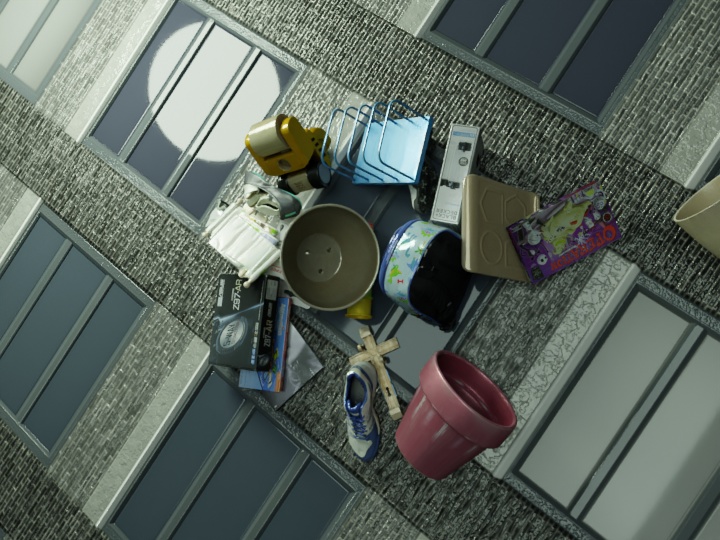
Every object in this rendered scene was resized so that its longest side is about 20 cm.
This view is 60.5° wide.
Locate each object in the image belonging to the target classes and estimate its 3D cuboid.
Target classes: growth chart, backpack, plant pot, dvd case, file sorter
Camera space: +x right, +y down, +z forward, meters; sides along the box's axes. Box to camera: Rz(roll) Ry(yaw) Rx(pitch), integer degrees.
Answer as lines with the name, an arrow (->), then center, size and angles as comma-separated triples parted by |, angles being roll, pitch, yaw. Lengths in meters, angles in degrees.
growth chart -> -0.250, -0.069, 1.340 | 0.144, 0.018, 0.200 | -39, 62, -17
backpack -> 0.122, -0.004, 1.211 | 0.146, 0.199, 0.186 | 26, 90, 37
plant pot -> 0.694, -0.070, 1.080 | 0.186, 0.187, 0.201 | -39, 87, 6
dvd case -> -0.191, 0.183, 1.368 | 0.148, 0.016, 0.201 | -42, 72, 7
plant pot -> 0.165, 0.284, 1.165 | 0.200, 0.199, 0.180 | 43, 109, 18
file sorter -> 0.028, -0.266, 1.280 | 0.198, 0.121, 0.142 | 8, 81, 50

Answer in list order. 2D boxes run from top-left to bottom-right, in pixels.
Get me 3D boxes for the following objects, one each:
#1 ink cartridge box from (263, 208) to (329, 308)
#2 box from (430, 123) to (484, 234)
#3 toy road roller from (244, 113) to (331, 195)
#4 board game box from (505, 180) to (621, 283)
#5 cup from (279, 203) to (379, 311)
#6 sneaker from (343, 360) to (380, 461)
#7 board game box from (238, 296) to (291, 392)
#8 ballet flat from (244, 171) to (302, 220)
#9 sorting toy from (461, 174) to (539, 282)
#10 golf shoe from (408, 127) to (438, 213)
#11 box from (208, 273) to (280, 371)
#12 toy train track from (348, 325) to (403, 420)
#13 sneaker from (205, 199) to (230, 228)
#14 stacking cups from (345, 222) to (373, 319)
ink cartridge box -> -0.138, -0.030, 1.361 | 0.114, 0.067, 0.204 | 17, 86, 18
box -> 0.200, -0.180, 1.262 | 0.059, 0.116, 0.205 | 11, 85, 17
toy road roller -> -0.141, -0.269, 1.343 | 0.121, 0.201, 0.148 | -10, 46, 32
board game box -> 0.393, -0.074, 1.193 | 0.197, 0.032, 0.122 | -28, 103, -1
cup -> -0.072, -0.026, 1.247 | 0.195, 0.143, 0.205 | 0, 91, -13
sneaker -> -0.007, 0.289, 1.246 | 0.074, 0.088, 0.205 | -4, 91, 21
board game box -> -0.209, 0.159, 1.358 | 0.101, 0.019, 0.205 | 3, 82, 19
ballet flat -> -0.211, -0.160, 1.342 | 0.198, 0.073, 0.074 | 31, 90, 36
sorting toy -> 0.274, -0.078, 1.212 | 0.036, 0.196, 0.190 | -12, 73, 57
golf shoe -> 0.113, -0.218, 1.326 | 0.093, 0.077, 0.205 | -6, 79, 36
box -> -0.254, 0.110, 1.342 | 0.158, 0.043, 0.205 | 1, 82, 38
toy train track -> 0.040, 0.212, 1.286 | 0.113, 0.032, 0.203 | -25, 76, 11
sneaker -> -0.281, -0.068, 1.410 | 0.200, 0.074, 0.089 | 42, 94, 28
stacking cups -> 0.000, 0.000, 1.325 | 0.059, 0.060, 0.205 | -2, 76, 16
